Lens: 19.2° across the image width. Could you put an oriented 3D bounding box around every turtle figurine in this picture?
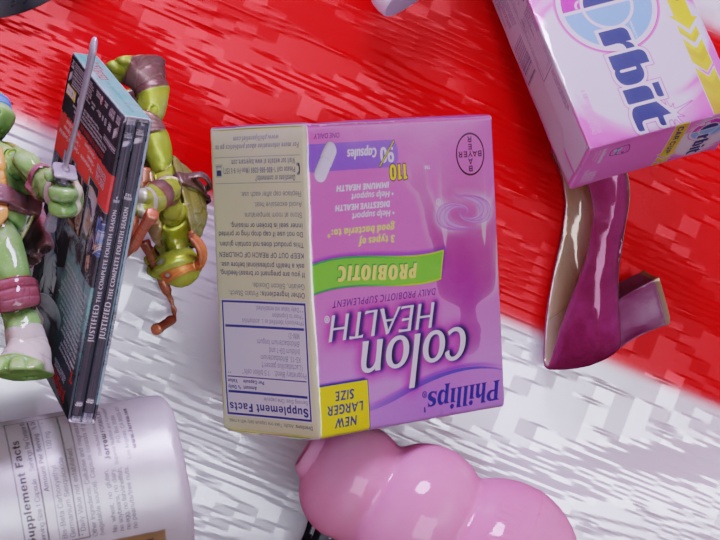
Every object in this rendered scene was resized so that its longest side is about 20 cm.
[{"bbox_3d":[-0.130,-0.057,1.385,0.064,0.200,0.162,-15,73,-3],"label":"turtle figurine"},{"bbox_3d":[-0.249,-0.032,1.323,0.143,0.200,0.196,1,79,-20],"label":"turtle figurine"}]

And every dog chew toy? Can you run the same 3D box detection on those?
[{"bbox_3d":[0.046,0.173,1.416,0.199,0.125,0.125,33,85,-5],"label":"dog chew toy"}]

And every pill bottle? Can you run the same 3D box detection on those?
[{"bbox_3d":[-0.216,0.154,1.397,0.198,0.114,0.115,-9,95,-12],"label":"pill bottle"}]

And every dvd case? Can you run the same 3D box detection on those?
[{"bbox_3d":[-0.177,-0.023,1.356,0.022,0.146,0.201,6,108,-23],"label":"dvd case"}]

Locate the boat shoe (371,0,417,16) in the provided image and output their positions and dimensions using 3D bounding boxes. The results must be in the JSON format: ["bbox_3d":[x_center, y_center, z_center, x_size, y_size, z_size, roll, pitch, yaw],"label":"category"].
[{"bbox_3d":[0.066,-0.265,1.473,0.066,0.070,0.200,42,88,9],"label":"boat shoe"}]

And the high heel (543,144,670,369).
[{"bbox_3d":[0.144,-0.032,1.505,0.095,0.067,0.201,-22,105,-9],"label":"high heel"}]

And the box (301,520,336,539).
[{"bbox_3d":[0.015,0.265,1.491,0.160,0.049,0.201,23,85,-15],"label":"box"}]

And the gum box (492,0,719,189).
[{"bbox_3d":[0.165,-0.169,1.462,0.113,0.066,0.201,-15,71,-14],"label":"gum box"}]

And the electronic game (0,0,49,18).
[{"bbox_3d":[-0.255,-0.266,1.403,0.198,0.042,0.202,-2,100,-10],"label":"electronic game"}]

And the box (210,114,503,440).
[{"bbox_3d":[0.000,0.000,1.414,0.175,0.096,0.202,-5,95,-44],"label":"box"}]
